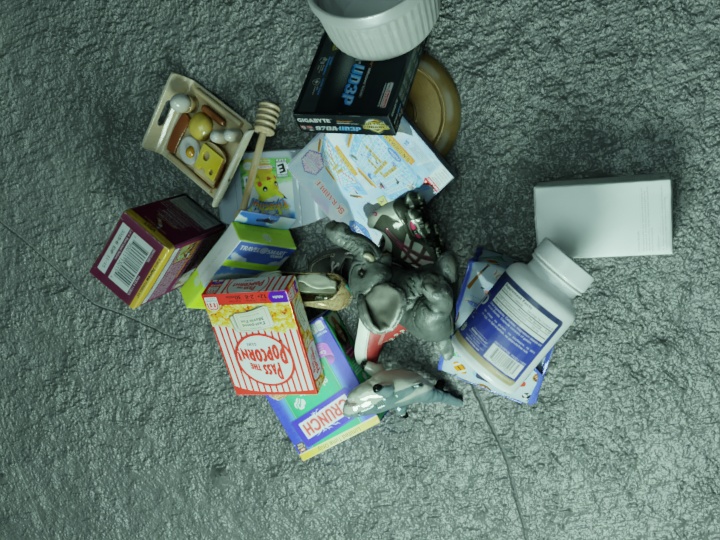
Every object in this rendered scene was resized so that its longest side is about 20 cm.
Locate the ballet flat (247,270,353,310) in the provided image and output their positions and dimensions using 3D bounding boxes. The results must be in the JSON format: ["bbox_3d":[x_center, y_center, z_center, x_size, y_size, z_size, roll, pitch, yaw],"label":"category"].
[{"bbox_3d":[-0.110,0.024,1.500,0.196,0.066,0.072,-1,60,3],"label":"ballet flat"}]

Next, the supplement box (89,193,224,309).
[{"bbox_3d":[-0.334,-0.037,1.554,0.103,0.200,0.132,38,110,7],"label":"supplement box"}]

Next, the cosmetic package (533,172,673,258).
[{"bbox_3d":[0.359,-0.080,1.381,0.197,0.081,0.115,0,102,19],"label":"cosmetic package"}]

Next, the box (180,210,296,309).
[{"bbox_3d":[-0.196,-0.011,1.538,0.200,0.121,0.048,-47,55,32],"label":"box"}]

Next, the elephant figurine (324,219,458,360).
[{"bbox_3d":[0.043,0.028,1.374,0.196,0.142,0.158,3,63,10],"label":"elephant figurine"}]

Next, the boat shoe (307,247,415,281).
[{"bbox_3d":[0.000,0.000,1.528,0.197,0.057,0.068,3,103,18],"label":"boat shoe"}]

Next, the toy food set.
[{"bbox_3d":[-0.273,-0.217,1.547,0.199,0.060,0.145,39,112,27],"label":"toy food set"}]

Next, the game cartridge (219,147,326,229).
[{"bbox_3d":[-0.150,-0.135,1.561,0.197,0.040,0.136,-1,105,19],"label":"game cartridge"}]

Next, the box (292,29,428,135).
[{"bbox_3d":[0.002,-0.295,1.398,0.156,0.046,0.202,6,61,23],"label":"box"}]

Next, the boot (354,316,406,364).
[{"bbox_3d":[0.068,0.092,1.500,0.142,0.073,0.202,12,133,4],"label":"boot"}]

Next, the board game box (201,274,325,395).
[{"bbox_3d":[-0.153,0.107,1.495,0.149,0.047,0.203,-4,121,20],"label":"board game box"}]

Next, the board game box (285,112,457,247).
[{"bbox_3d":[0.016,-0.157,1.466,0.199,0.041,0.201,-41,87,19],"label":"board game box"}]

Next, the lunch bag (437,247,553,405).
[{"bbox_3d":[0.221,0.092,1.439,0.168,0.124,0.203,21,107,12],"label":"lunch bag"}]

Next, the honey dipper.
[{"bbox_3d":[-0.171,-0.173,1.514,0.037,0.038,0.203,11,79,15],"label":"honey dipper"}]

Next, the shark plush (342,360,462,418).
[{"bbox_3d":[0.069,0.202,1.524,0.091,0.197,0.085,40,124,54],"label":"shark plush"}]

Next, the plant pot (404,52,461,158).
[{"bbox_3d":[0.060,-0.247,1.471,0.197,0.027,0.204,4,102,17],"label":"plant pot"}]

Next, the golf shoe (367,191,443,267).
[{"bbox_3d":[0.079,-0.044,1.441,0.087,0.078,0.201,-15,139,15],"label":"golf shoe"}]

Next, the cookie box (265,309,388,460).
[{"bbox_3d":[-0.071,0.194,1.585,0.170,0.075,0.202,-30,92,21],"label":"cookie box"}]

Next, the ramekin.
[{"bbox_3d":[0.026,-0.402,1.364,0.197,0.105,0.203,-9,55,14],"label":"ramekin"}]

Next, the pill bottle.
[{"bbox_3d":[0.231,0.060,1.312,0.119,0.120,0.201,39,100,6],"label":"pill bottle"}]
